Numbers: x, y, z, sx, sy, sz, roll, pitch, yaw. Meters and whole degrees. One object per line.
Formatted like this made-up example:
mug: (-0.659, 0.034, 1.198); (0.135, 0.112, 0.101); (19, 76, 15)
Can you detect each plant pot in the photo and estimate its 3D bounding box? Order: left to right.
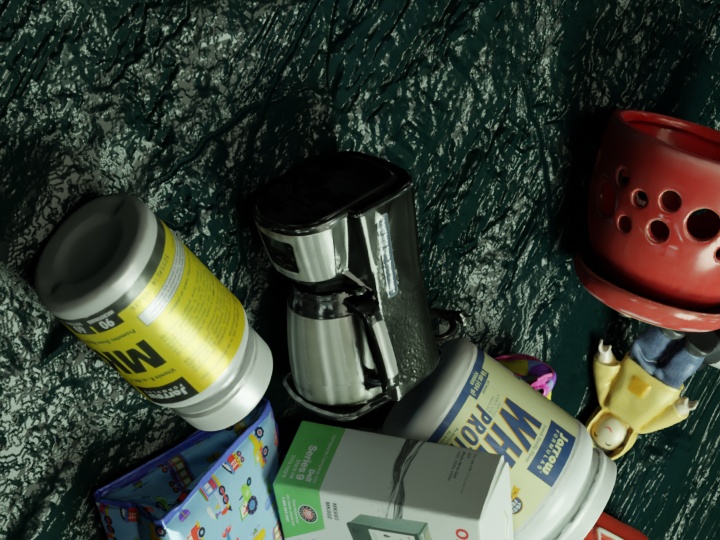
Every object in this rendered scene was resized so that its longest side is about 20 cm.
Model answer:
plant pot: (0.323, -0.048, 1.672); (0.199, 0.200, 0.185); (-1, 114, -40)

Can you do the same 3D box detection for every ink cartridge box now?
ink cartridge box: (0.033, 0.229, 1.503); (0.084, 0.198, 0.147); (-63, 152, -45)

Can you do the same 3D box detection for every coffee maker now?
coffee maker: (0.000, 0.000, 1.473); (0.192, 0.133, 0.202); (-46, 136, -48)

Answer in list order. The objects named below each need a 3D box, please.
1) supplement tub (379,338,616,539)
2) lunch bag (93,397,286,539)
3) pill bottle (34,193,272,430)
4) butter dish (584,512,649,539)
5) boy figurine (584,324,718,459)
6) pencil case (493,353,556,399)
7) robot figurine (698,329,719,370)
supplement tub: (0.130, 0.176, 1.572); (0.199, 0.145, 0.146); (35, 82, -7)
lunch bag: (-0.122, 0.219, 1.473); (0.199, 0.093, 0.152); (-36, 126, -39)
pill bottle: (-0.162, 0.039, 1.339); (0.115, 0.114, 0.200); (-52, 131, -12)
butter dish: (0.240, 0.377, 1.809); (0.199, 0.147, 0.202); (30, 45, -43)
boy figurine: (0.299, 0.126, 1.780); (0.201, 0.124, 0.064); (-56, 173, 33)
pencil case: (0.154, 0.185, 1.691); (0.088, 0.088, 0.202); (-15, 117, -36)
robot figurine: (0.415, 0.051, 1.833); (0.199, 0.149, 0.126); (20, 81, -43)
